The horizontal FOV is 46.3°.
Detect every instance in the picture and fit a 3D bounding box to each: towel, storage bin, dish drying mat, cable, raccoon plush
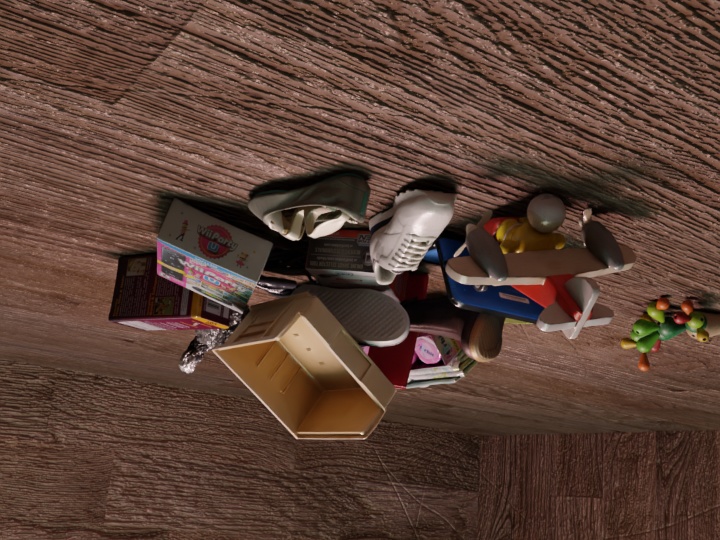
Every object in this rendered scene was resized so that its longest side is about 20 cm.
[{"bbox_3d":[0.152,0.152,1.576,0.198,0.171,0.049,-11,113,46],"label":"towel"},{"bbox_3d":[-0.078,0.143,1.215,0.201,0.094,0.197,50,147,-19],"label":"storage bin"},{"bbox_3d":[0.056,0.093,1.309,0.076,0.202,0.018,-1,145,23],"label":"dish drying mat"},{"bbox_3d":[-0.121,0.002,1.338,0.161,0.052,0.200,6,164,24],"label":"cable"},{"bbox_3d":[-0.282,0.100,1.505,0.096,0.202,0.134,33,-179,32],"label":"raccoon plush"}]

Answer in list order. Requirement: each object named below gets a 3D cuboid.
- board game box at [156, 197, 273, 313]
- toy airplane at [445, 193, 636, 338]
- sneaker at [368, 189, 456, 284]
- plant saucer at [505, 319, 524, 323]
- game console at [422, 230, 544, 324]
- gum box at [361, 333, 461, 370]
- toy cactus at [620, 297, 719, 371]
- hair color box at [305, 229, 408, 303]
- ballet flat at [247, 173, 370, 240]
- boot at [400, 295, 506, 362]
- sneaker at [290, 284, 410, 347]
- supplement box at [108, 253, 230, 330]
[{"bbox_3d":[-0.212,-0.015,1.192,0.146,0.065,0.200,24,160,-6],"label":"board game box"},{"bbox_3d":[0.212,-0.015,0.972,0.196,0.144,0.200,13,-159,19],"label":"toy airplane"},{"bbox_3d":[0.064,-0.042,1.042,0.075,0.082,0.200,11,162,-14],"label":"sneaker"},{"bbox_3d":[0.263,0.053,1.406,0.196,0.032,0.200,5,164,1],"label":"plant saucer"},{"bbox_3d":[0.170,0.024,1.185,0.197,0.173,0.119,12,137,-25],"label":"game console"},{"bbox_3d":[0.099,0.125,1.531,0.198,0.067,0.113,-15,-160,47],"label":"gum box"},{"bbox_3d":[0.535,0.100,1.400,0.162,0.104,0.200,-2,157,-11],"label":"toy cactus"},{"bbox_3d":[0.000,0.000,1.244,0.109,0.065,0.200,4,166,14],"label":"hair color box"},{"bbox_3d":[-0.071,-0.069,1.017,0.198,0.065,0.067,-9,159,42],"label":"ballet flat"},{"bbox_3d":[0.118,0.081,1.196,0.164,0.074,0.200,-5,-166,20],"label":"boot"},{"bbox_3d":[-0.006,0.070,1.225,0.197,0.079,0.079,14,160,32],"label":"sneaker"},{"bbox_3d":[-0.309,0.036,1.384,0.197,0.112,0.085,-4,163,31],"label":"supplement box"}]
